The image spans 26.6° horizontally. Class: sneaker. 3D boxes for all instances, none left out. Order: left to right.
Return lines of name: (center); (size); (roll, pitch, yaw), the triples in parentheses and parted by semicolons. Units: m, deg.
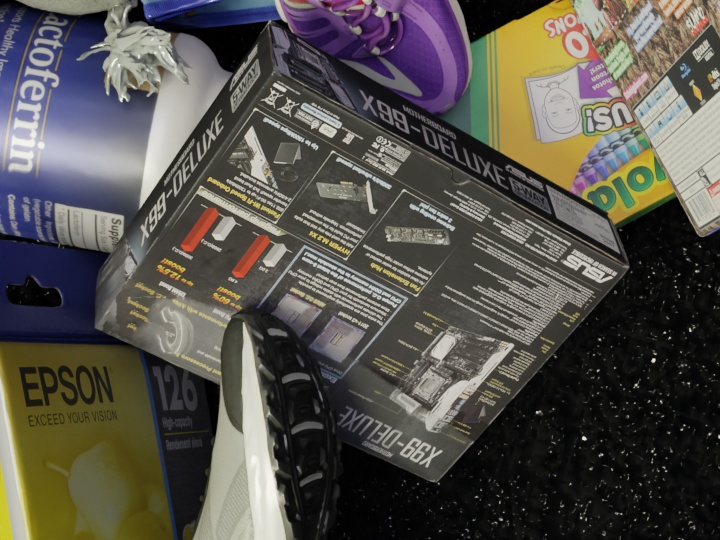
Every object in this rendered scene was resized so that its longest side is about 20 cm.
sneaker: (-0.052, 0.117, 0.676); (0.079, 0.074, 0.201); (-3, 87, 23)
sneaker: (-0.012, -0.135, 0.696); (0.081, 0.083, 0.200); (-32, 128, 11)

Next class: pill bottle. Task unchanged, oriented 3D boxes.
pill bottle: (-0.135, -0.069, 0.760); (0.200, 0.116, 0.116); (10, 82, -2)

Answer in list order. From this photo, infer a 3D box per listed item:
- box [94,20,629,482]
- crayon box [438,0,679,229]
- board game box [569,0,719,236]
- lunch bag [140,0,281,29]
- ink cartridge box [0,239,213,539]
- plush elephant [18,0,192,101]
box: (0.000, 0.000, 0.716); (0.200, 0.050, 0.158); (26, 118, -22)
crayon box: (0.131, -0.087, 0.801); (0.200, 0.058, 0.119); (-29, 84, -6)
board game box: (0.170, -0.135, 0.700); (0.097, 0.159, 0.200); (-27, 85, -7)
lunch bag: (-0.044, -0.209, 0.787); (0.200, 0.094, 0.151); (-13, 81, -7)
ink cartridge box: (-0.122, 0.080, 0.700); (0.047, 0.198, 0.200); (-12, 84, 18)
plush elephant: (-0.149, -0.181, 0.660); (0.165, 0.155, 0.200); (-33, 69, -6)
